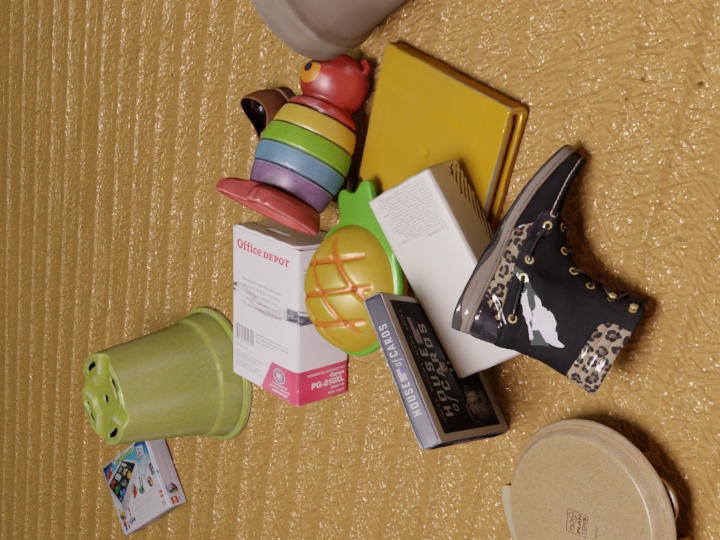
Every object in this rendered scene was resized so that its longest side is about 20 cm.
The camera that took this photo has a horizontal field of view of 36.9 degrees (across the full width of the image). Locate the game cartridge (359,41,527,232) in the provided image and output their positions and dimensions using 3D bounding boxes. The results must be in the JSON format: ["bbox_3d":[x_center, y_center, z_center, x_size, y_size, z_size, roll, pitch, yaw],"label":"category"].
[{"bbox_3d":[0.079,-0.126,1.140,0.200,0.032,0.176,40,127,42],"label":"game cartridge"}]

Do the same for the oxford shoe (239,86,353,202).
[{"bbox_3d":[-0.081,-0.148,1.302,0.200,0.071,0.071,48,130,31],"label":"oxford shoe"}]

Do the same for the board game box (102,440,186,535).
[{"bbox_3d":[-0.364,0.356,1.798,0.200,0.035,0.126,-38,70,48],"label":"board game box"}]

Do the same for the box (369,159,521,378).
[{"bbox_3d":[0.096,-0.003,1.067,0.082,0.068,0.200,-26,90,33],"label":"box"}]

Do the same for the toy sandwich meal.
[{"bbox_3d":[0.221,0.233,1.017,0.205,0.070,0.205,8,100,47],"label":"toy sandwich meal"}]

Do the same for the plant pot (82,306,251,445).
[{"bbox_3d":[-0.287,0.164,1.538,0.200,0.184,0.201,15,109,50],"label":"plant pot"}]

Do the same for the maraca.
[{"bbox_3d":[0.000,0.000,1.204,0.137,0.107,0.200,31,117,34],"label":"maraca"}]

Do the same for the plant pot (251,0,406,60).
[{"bbox_3d":[-0.001,-0.336,1.085,0.173,0.200,0.200,-16,85,35],"label":"plant pot"}]

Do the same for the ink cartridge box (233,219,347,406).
[{"bbox_3d":[-0.088,0.047,1.342,0.145,0.084,0.200,20,115,48],"label":"ink cartridge box"}]

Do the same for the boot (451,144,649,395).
[{"bbox_3d":[0.191,0.000,0.979,0.151,0.073,0.200,31,81,12],"label":"boot"}]

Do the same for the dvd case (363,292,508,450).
[{"bbox_3d":[0.079,0.098,1.064,0.025,0.200,0.150,-27,75,20],"label":"dvd case"}]

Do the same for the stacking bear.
[{"bbox_3d":[-0.056,-0.151,1.206,0.121,0.114,0.200,19,83,53],"label":"stacking bear"}]
